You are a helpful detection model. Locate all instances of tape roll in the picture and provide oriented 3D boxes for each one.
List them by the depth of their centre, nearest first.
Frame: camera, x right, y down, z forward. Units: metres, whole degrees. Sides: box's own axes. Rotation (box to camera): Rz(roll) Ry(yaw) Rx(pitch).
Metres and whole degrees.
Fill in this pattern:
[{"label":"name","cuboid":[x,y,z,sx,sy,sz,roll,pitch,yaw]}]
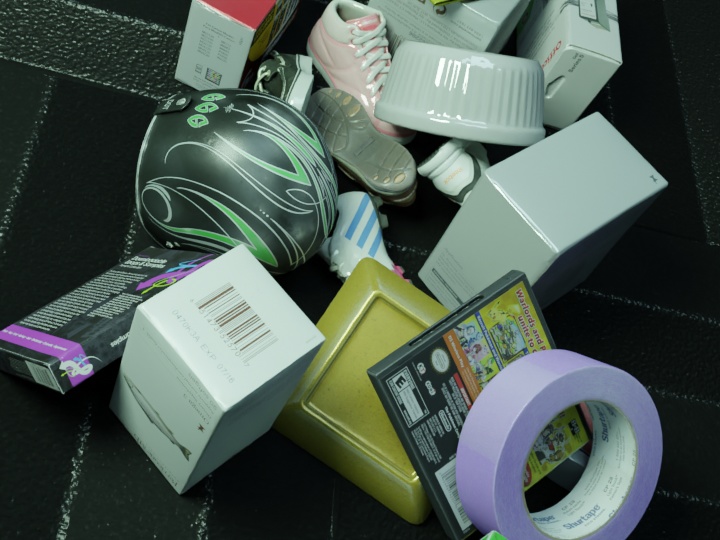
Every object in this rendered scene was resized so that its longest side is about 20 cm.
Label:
[{"label":"tape roll","cuboid":[0.190,0.180,0.923,0.199,0.066,0.201,-5,102,-26]}]

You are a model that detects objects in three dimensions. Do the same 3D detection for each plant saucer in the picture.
[{"label":"plant saucer","cuboid":[0.032,0.116,0.961,0.200,0.048,0.200,34,82,3]}]

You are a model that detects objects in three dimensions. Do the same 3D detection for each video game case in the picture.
[{"label":"video game case","cuboid":[0.120,0.130,0.933,0.180,0.025,0.201,-32,110,-18]}]

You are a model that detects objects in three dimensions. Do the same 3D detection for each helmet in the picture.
[{"label":"helmet","cuboid":[-0.118,-0.090,1.018,0.190,0.200,0.200,16,52,11]}]

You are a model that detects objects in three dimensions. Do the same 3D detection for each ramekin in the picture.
[{"label":"ramekin","cuboid":[0.121,-0.208,1.127,0.201,0.095,0.202,9,14,-2]}]

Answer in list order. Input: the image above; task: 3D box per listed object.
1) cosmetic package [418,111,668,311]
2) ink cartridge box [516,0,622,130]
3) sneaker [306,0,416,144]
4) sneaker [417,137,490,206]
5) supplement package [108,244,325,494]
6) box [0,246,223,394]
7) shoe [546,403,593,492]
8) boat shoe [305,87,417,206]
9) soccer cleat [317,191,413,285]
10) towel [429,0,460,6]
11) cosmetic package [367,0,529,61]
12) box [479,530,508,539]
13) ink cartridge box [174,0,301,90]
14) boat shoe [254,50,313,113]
[{"label":"cosmetic package","cuboid":[0.200,-0.045,1.093,0.199,0.200,0.123,-28,72,-34]},{"label":"ink cartridge box","cuboid":[0.281,-0.316,1.339,0.084,0.146,0.201,15,54,-13]},{"label":"sneaker","cuboid":[0.010,-0.256,1.221,0.075,0.105,0.200,-26,72,-35]},{"label":"sneaker","cuboid":[0.122,-0.114,1.158,0.080,0.074,0.200,48,20,1]},{"label":"supplement package","cuboid":[-0.134,0.093,0.870,0.117,0.200,0.117,-35,76,-35]},{"label":"box","cuboid":[-0.234,0.039,0.916,0.200,0.143,0.036,-36,117,-34]},{"label":"shoe","cuboid":[0.189,0.150,1.045,0.200,0.072,0.091,36,51,-2]},{"label":"boat shoe","cuboid":[-0.002,-0.143,1.164,0.076,0.072,0.200,-36,58,-4]},{"label":"soccer cleat","cuboid":[0.000,0.000,1.076,0.086,0.070,0.201,-9,56,-15]},{"label":"towel","cuboid":[0.074,-0.401,1.191,0.086,0.018,0.200,-20,67,-24]},{"label":"cosmetic package","cuboid":[0.121,-0.355,1.289,0.167,0.167,0.200,33,52,4]},{"label":"box","cuboid":[0.137,0.343,0.826,0.200,0.177,0.097,35,53,4]},{"label":"ink cartridge box","cuboid":[-0.130,-0.329,1.168,0.084,0.176,0.200,27,53,-2]},{"label":"boat shoe","cuboid":[-0.093,-0.212,1.142,0.063,0.071,0.200,14,22,-10]}]
